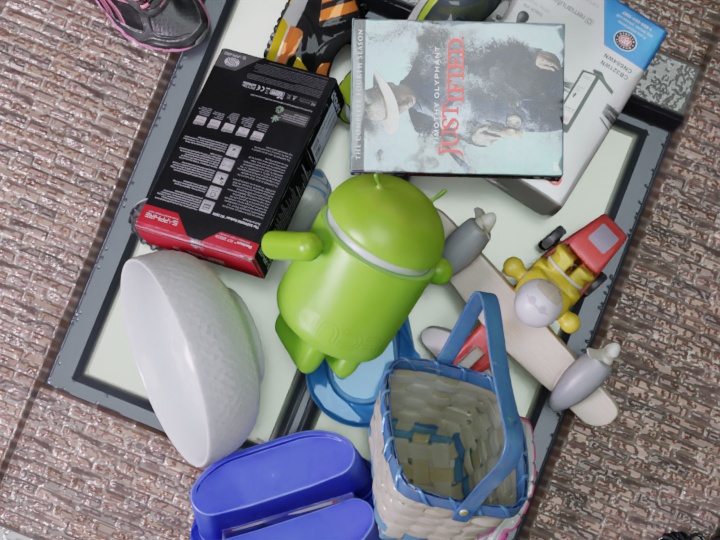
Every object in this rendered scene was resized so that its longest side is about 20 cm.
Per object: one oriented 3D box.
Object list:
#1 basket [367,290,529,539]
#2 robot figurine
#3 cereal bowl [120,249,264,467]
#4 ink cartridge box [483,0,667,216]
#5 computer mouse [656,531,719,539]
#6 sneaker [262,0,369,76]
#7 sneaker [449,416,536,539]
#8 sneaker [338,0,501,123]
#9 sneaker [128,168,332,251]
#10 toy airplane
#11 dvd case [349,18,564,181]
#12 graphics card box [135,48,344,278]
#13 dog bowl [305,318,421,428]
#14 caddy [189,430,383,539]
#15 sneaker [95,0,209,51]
[{"bbox_3d":[0.085,0.139,1.495,0.138,0.200,0.177,9,49,-15],"label":"basket"},{"bbox_3d":[0.000,0.000,1.519,0.175,0.116,0.200,10,123,-35],"label":"robot figurine"},{"bbox_3d":[-0.145,0.073,1.552,0.083,0.200,0.201,-19,86,-23],"label":"cereal bowl"},{"bbox_3d":[0.179,-0.174,1.628,0.146,0.084,0.201,31,85,0],"label":"ink cartridge box"},{"bbox_3d":[0.393,0.291,1.614,0.199,0.053,0.139,-19,85,-3],"label":"computer mouse"},{"bbox_3d":[-0.020,-0.261,1.641,0.090,0.070,0.201,27,90,-5],"label":"sneaker"},{"bbox_3d":[0.104,0.225,1.597,0.088,0.081,0.201,23,85,-1],"label":"sneaker"},{"bbox_3d":[0.070,-0.199,1.622,0.200,0.074,0.081,-47,55,2],"label":"sneaker"},{"bbox_3d":[-0.123,-0.058,1.628,0.199,0.073,0.072,-8,114,9],"label":"sneaker"},{"bbox_3d":[0.149,0.040,1.582,0.199,0.141,0.200,4,86,-1],"label":"toy airplane"},{"bbox_3d":[0.090,-0.159,1.570,0.199,0.022,0.147,2,87,-2],"label":"dvd case"},{"bbox_3d":[-0.110,-0.101,1.570,0.125,0.051,0.201,16,70,19],"label":"graphics card box"},{"bbox_3d":[-0.002,0.050,1.623,0.111,0.050,0.201,-6,85,-2],"label":"dog bowl"},{"bbox_3d":[-0.066,0.235,1.582,0.199,0.105,0.142,-17,63,-1],"label":"caddy"},{"bbox_3d":[-0.231,-0.284,1.620,0.200,0.095,0.079,36,84,0],"label":"sneaker"}]
